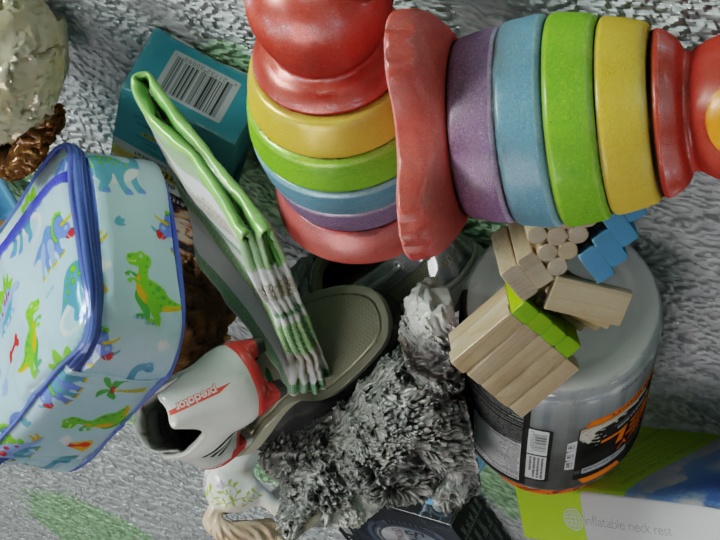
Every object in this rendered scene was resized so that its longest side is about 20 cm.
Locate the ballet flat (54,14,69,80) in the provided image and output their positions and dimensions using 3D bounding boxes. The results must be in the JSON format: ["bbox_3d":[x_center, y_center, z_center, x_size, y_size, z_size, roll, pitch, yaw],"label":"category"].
[{"bbox_3d":[-0.277,-0.173,1.330,0.200,0.069,0.069,22,157,8],"label":"ballet flat"}]

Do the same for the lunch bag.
[{"bbox_3d":[-0.186,0.025,1.293,0.082,0.161,0.200,9,146,-29],"label":"lunch bag"}]

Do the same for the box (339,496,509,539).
[{"bbox_3d":[0.055,0.234,1.835,0.160,0.044,0.200,13,153,32],"label":"box"}]

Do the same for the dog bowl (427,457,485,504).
[{"bbox_3d":[0.009,0.119,1.615,0.200,0.050,0.111,33,157,-14],"label":"dog bowl"}]

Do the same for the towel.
[{"bbox_3d":[-0.083,-0.017,1.261,0.149,0.031,0.200,50,169,30],"label":"towel"}]

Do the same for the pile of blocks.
[{"bbox_3d":[0.113,-0.017,1.151,0.082,0.062,0.200,16,118,-13],"label":"pile of blocks"}]

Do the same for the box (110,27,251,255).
[{"bbox_3d":[-0.119,-0.080,1.355,0.082,0.049,0.200,27,157,1],"label":"box"}]

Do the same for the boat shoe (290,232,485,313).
[{"bbox_3d":[0.000,0.001,1.373,0.202,0.074,0.065,-10,131,50],"label":"boat shoe"}]

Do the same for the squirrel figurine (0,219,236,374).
[{"bbox_3d":[-0.183,0.024,1.499,0.200,0.142,0.187,11,-172,-7],"label":"squirrel figurine"}]

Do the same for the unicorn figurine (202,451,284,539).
[{"bbox_3d":[-0.097,0.131,1.698,0.137,0.200,0.074,4,156,-15],"label":"unicorn figurine"}]

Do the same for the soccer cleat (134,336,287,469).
[{"bbox_3d":[-0.109,0.094,1.327,0.069,0.085,0.200,65,159,7],"label":"soccer cleat"}]

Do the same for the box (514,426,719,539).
[{"bbox_3d":[0.219,0.149,1.380,0.200,0.122,0.048,2,108,45],"label":"box"}]

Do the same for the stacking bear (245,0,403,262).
[{"bbox_3d":[-0.010,-0.104,1.101,0.121,0.114,0.200,18,151,22],"label":"stacking bear"}]

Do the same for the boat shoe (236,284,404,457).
[{"bbox_3d":[-0.026,0.063,1.371,0.068,0.072,0.200,-3,155,-36],"label":"boat shoe"}]

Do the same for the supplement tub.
[{"bbox_3d":[0.123,0.063,1.297,0.122,0.123,0.200,22,157,13],"label":"supplement tub"}]

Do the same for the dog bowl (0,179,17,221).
[{"bbox_3d":[-0.299,-0.017,1.567,0.050,0.111,0.200,-24,99,43],"label":"dog bowl"}]

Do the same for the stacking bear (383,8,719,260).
[{"bbox_3d":[0.123,-0.075,0.999,0.200,0.122,0.114,-3,-172,14],"label":"stacking bear"}]

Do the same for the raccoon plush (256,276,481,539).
[{"bbox_3d":[-0.004,0.083,1.272,0.134,0.097,0.200,-12,126,-3],"label":"raccoon plush"}]

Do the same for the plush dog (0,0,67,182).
[{"bbox_3d":[-0.260,-0.131,1.228,0.172,0.160,0.200,-2,116,7],"label":"plush dog"}]
